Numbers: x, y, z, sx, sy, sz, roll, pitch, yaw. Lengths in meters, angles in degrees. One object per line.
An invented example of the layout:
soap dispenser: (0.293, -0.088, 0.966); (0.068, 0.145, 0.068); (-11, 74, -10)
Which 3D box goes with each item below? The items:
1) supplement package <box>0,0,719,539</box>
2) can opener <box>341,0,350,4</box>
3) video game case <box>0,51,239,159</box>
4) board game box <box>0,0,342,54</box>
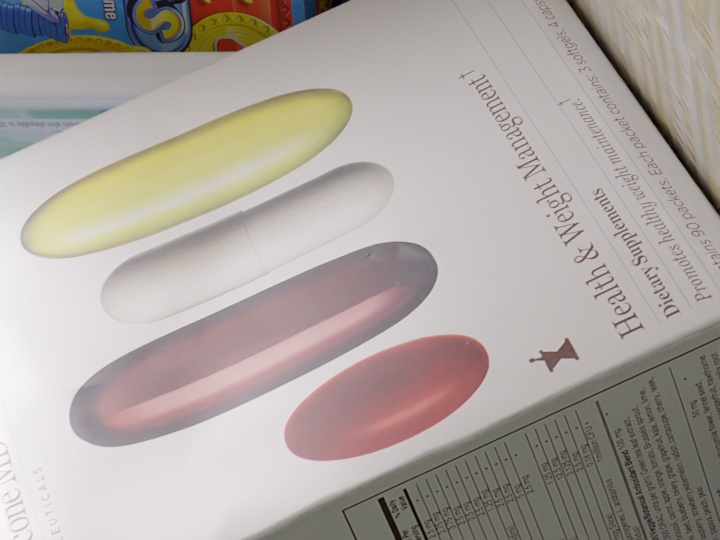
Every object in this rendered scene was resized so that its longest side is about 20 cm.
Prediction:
supplement package: (0.002, 0.043, 0.680); (0.191, 0.200, 0.147); (-118, 4, -50)
can opener: (0.030, -0.038, 0.817); (0.067, 0.053, 0.200); (-84, -14, -48)
video game case: (-0.098, -0.007, 0.824); (0.182, 0.200, 0.023); (70, -154, -52)
board game box: (-0.109, -0.142, 0.772); (0.056, 0.195, 0.200); (-65, -27, -58)
